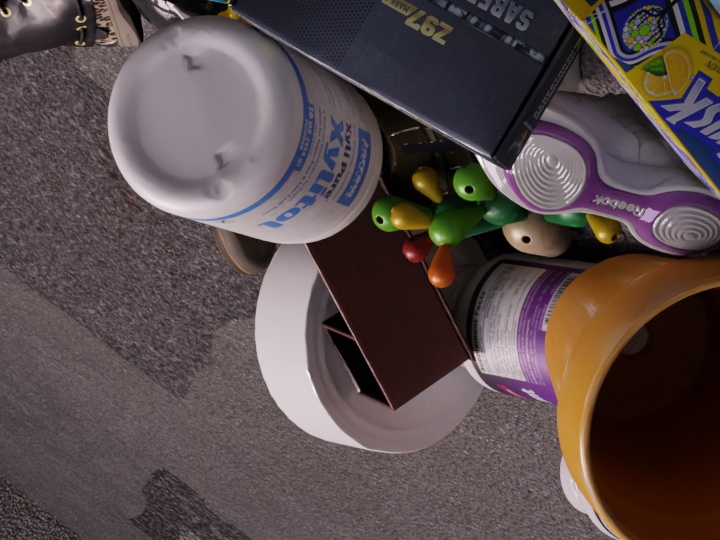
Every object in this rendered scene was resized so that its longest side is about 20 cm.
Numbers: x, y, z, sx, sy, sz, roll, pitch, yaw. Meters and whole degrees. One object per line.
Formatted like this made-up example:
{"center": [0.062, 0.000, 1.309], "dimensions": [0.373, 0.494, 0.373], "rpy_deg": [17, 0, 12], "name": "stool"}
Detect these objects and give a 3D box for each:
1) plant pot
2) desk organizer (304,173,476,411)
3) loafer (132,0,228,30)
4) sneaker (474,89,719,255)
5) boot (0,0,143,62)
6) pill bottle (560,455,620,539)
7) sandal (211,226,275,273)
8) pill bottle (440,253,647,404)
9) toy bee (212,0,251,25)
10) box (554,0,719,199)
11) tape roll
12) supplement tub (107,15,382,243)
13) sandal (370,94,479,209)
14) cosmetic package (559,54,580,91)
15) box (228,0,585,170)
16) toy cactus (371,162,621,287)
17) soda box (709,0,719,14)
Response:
{"center": [0.211, 0.073, 1.420], "dimensions": [0.200, 0.200, 0.183], "rpy_deg": [47, 180, -22], "name": "plant pot"}
{"center": [0.000, 0.000, 1.578], "dimensions": [0.200, 0.077, 0.072], "rpy_deg": [62, 162, -19], "name": "desk organizer"}
{"center": [-0.102, -0.180, 1.615], "dimensions": [0.200, 0.068, 0.070], "rpy_deg": [40, 166, 8], "name": "loafer"}
{"center": [0.149, -0.078, 1.343], "dimensions": [0.200, 0.100, 0.075], "rpy_deg": [24, 129, -21], "name": "sneaker"}
{"center": [-0.262, -0.226, 1.646], "dimensions": [0.150, 0.073, 0.200], "rpy_deg": [-11, 158, 5], "name": "boot"}
{"center": [0.253, 0.167, 1.685], "dimensions": [0.112, 0.113, 0.200], "rpy_deg": [48, 156, -24], "name": "pill bottle"}
{"center": [-0.111, -0.069, 1.808], "dimensions": [0.054, 0.082, 0.200], "rpy_deg": [0, 139, 29], "name": "sandal"}
{"center": [0.144, 0.045, 1.613], "dimensions": [0.200, 0.111, 0.111], "rpy_deg": [9, 144, 50], "name": "pill bottle"}
{"center": [-0.074, -0.223, 1.463], "dimensions": [0.108, 0.200, 0.131], "rpy_deg": [12, 121, -7], "name": "toy bee"}
{"center": [0.184, -0.121, 1.224], "dimensions": [0.200, 0.064, 0.070], "rpy_deg": [43, -172, -41], "name": "box"}
{"center": [0.016, 0.044, 1.688], "dimensions": [0.071, 0.203, 0.203], "rpy_deg": [5, 141, 53], "name": "tape roll"}
{"center": [-0.073, -0.090, 1.408], "dimensions": [0.132, 0.132, 0.200], "rpy_deg": [30, -175, 19], "name": "supplement tub"}
{"center": [0.047, -0.100, 1.545], "dimensions": [0.081, 0.055, 0.200], "rpy_deg": [-2, 145, 12], "name": "sandal"}
{"center": [0.042, -0.169, 1.397], "dimensions": [0.200, 0.081, 0.113], "rpy_deg": [30, 156, 20], "name": "cosmetic package"}
{"center": [0.043, -0.176, 1.272], "dimensions": [0.200, 0.158, 0.051], "rpy_deg": [32, -177, 17], "name": "box"}
{"center": [0.115, -0.036, 1.510], "dimensions": [0.200, 0.103, 0.165], "rpy_deg": [-17, 160, 22], "name": "toy cactus"}
{"center": [0.261, -0.130, 1.162], "dimensions": [0.200, 0.064, 0.068], "rpy_deg": [49, 156, -24], "name": "soda box"}
